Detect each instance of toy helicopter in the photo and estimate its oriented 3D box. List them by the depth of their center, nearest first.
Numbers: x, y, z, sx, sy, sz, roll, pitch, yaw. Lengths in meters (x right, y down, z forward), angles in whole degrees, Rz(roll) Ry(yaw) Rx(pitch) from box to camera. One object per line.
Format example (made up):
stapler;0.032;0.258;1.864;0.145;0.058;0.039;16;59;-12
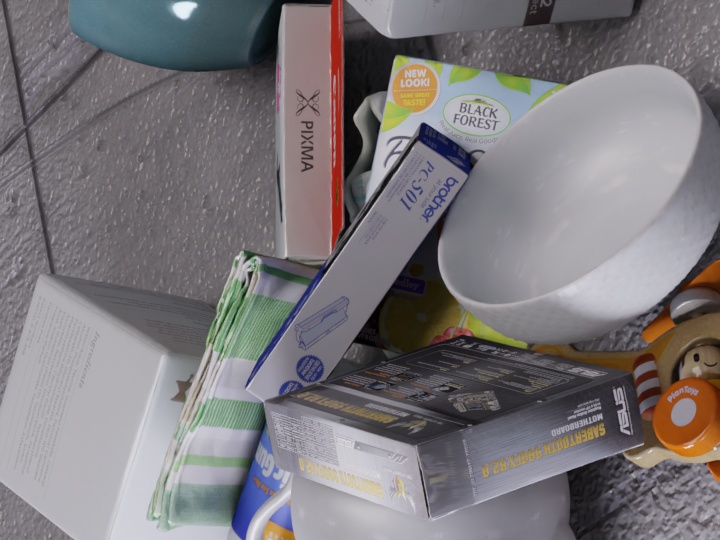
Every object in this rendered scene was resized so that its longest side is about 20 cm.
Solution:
toy helicopter;0.181;0.059;1.516;0.199;0.079;0.133;2;68;44

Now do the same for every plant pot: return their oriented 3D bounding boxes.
plant pot;-0.116;-0.234;1.883;0.134;0.200;0.201;33;111;10

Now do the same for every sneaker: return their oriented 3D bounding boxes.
sneaker;0.021;-0.032;1.732;0.070;0.080;0.202;-11;75;47

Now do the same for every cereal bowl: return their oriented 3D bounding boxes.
cereal bowl;0.151;-0.030;1.517;0.199;0.083;0.201;-31;32;22

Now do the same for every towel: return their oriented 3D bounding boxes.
towel;-0.081;0.087;1.699;0.023;0.152;0.201;21;94;22

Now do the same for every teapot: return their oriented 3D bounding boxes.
teapot;0.043;0.185;1.587;0.200;0.196;0.147;-141;47;-65

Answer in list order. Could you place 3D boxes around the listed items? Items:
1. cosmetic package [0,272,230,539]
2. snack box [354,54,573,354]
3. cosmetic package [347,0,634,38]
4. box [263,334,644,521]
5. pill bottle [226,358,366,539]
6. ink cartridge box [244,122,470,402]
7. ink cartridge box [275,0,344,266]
cosmetic package;-0.156;0.118;1.838;0.200;0.167;0.167;27;102;51
snack box;0.074;-0.035;1.648;0.141;0.053;0.201;12;90;22
cosmetic package;0.076;-0.268;1.596;0.165;0.199;0.166;49;137;45
box;0.055;0.094;1.493;0.200;0.158;0.049;9;114;60
pill bottle;-0.031;0.170;1.719;0.112;0.112;0.201;30;104;49
ink cartridge box;0.000;0.000;1.593;0.201;0.044;0.094;-55;3;11
ink cartridge box;-0.038;-0.102;1.779;0.174;0.043;0.201;106;164;-75
